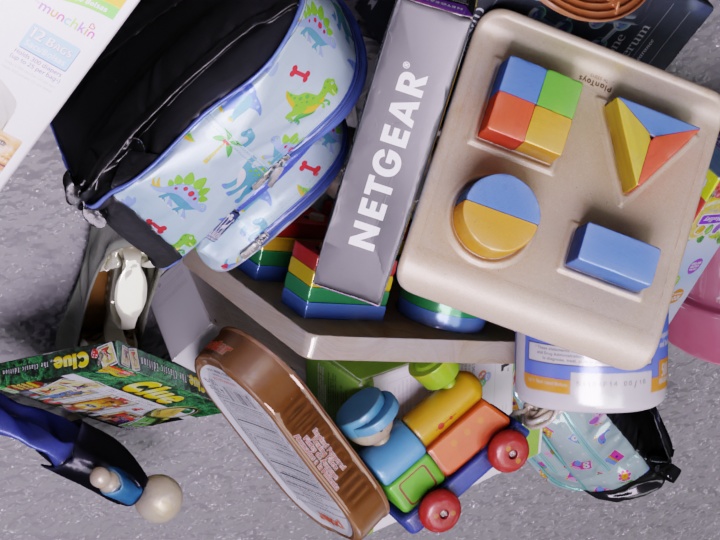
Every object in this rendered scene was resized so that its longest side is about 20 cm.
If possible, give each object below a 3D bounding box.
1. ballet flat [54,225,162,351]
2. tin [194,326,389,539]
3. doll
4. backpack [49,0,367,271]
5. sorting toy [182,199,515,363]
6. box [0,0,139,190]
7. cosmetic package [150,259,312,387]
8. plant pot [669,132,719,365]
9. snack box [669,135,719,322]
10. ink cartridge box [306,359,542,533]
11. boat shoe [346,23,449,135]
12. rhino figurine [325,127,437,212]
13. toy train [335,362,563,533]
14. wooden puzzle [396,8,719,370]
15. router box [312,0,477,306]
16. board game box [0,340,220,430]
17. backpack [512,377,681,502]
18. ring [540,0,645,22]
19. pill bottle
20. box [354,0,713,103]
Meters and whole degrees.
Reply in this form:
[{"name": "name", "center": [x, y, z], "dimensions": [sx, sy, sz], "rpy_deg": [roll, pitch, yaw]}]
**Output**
[{"name": "ballet flat", "center": [-0.193, 0.037, 1.275], "dimensions": [0.067, 0.064, 0.200], "rpy_deg": [-3, 132, -26]}, {"name": "tin", "center": [-0.053, 0.127, 1.254], "dimensions": [0.042, 0.112, 0.200], "rpy_deg": [-43, 115, -17]}, {"name": "doll", "center": [-0.227, 0.142, 1.313], "dimensions": [0.200, 0.136, 0.049], "rpy_deg": [30, 93, -20]}, {"name": "backpack", "center": [-0.091, -0.116, 1.090], "dimensions": [0.200, 0.183, 0.147], "rpy_deg": [-40, 133, 12]}, {"name": "sorting toy", "center": [0.000, 0.000, 1.257], "dimensions": [0.198, 0.200, 0.070], "rpy_deg": [4, 108, -34]}, {"name": "box", "center": [-0.222, -0.164, 1.025], "dimensions": [0.112, 0.101, 0.200], "rpy_deg": [29, 113, -29]}, {"name": "cosmetic package", "center": [-0.083, 0.068, 1.351], "dimensions": [0.051, 0.083, 0.200], "rpy_deg": [-43, 135, 14]}, {"name": "plant pot", "center": [0.344, -0.042, 1.418], "dimensions": [0.199, 0.200, 0.180], "rpy_deg": [-18, 121, -13]}, {"name": "snack box", "center": [0.201, -0.047, 1.330], "dimensions": [0.068, 0.169, 0.200], "rpy_deg": [-6, 134, -43]}, {"name": "ink cartridge box", "center": [0.058, 0.112, 1.375], "dimensions": [0.200, 0.076, 0.148], "rpy_deg": [-19, 122, -33]}, {"name": "boat shoe", "center": [0.006, -0.137, 1.217], "dimensions": [0.199, 0.065, 0.074], "rpy_deg": [0, 131, -28]}, {"name": "rhino figurine", "center": [0.044, -0.071, 1.280], "dimensions": [0.200, 0.087, 0.060], "rpy_deg": [0, 125, -48]}, {"name": "toy train", "center": [0.081, 0.098, 1.277], "dimensions": [0.200, 0.085, 0.116], "rpy_deg": [-40, 117, -9]}, {"name": "wooden puzzle", "center": [0.139, -0.055, 1.102], "dimensions": [0.185, 0.046, 0.201], "rpy_deg": [20, 82, -8]}, {"name": "router box", "center": [0.026, -0.099, 1.068], "dimensions": [0.051, 0.149, 0.201], "rpy_deg": [17, 116, 0]}, {"name": "board game box", "center": [-0.185, 0.092, 1.287], "dimensions": [0.104, 0.024, 0.200], "rpy_deg": [-14, 161, 18]}, {"name": "backpack", "center": [0.186, 0.111, 1.492], "dimensions": [0.126, 0.167, 0.200], "rpy_deg": [-35, 132, 13]}, {"name": "ring", "center": [0.146, -0.265, 1.102], "dimensions": [0.200, 0.201, 0.019], "rpy_deg": [16, 162, -39]}, {"name": "pill bottle", "center": [0.167, -0.005, 1.190], "dimensions": [0.112, 0.112, 0.201], "rpy_deg": [-3, 98, -26]}, {"name": "box", "center": [0.126, -0.191, 1.202], "dimensions": [0.200, 0.107, 0.149], "rpy_deg": [16, 122, -37]}]
